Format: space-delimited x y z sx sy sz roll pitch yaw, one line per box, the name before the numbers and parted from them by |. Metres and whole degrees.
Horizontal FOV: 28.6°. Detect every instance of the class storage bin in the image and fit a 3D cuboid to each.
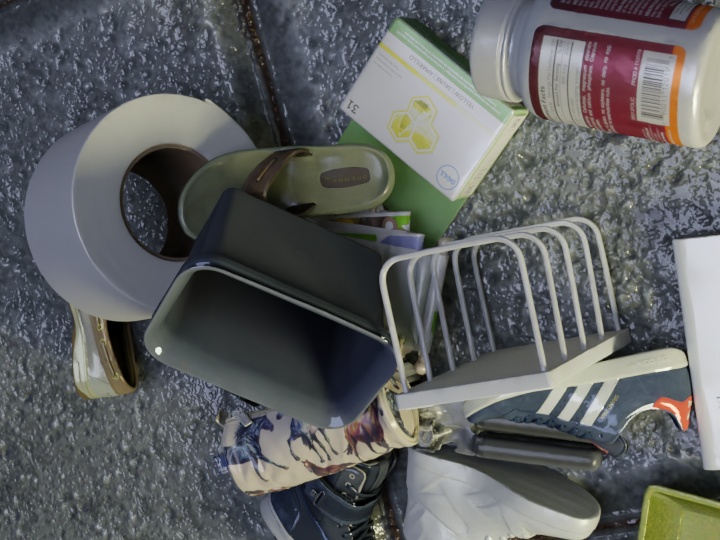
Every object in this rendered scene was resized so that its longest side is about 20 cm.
storage bin | -0.073 0.030 1.220 0.199 0.135 0.146 24 130 -14

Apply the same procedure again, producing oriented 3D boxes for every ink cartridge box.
ink cartridge box | 0.042 -0.110 1.301 0.145 0.048 0.200 41 113 16

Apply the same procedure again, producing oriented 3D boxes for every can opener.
can opener | 0.127 0.143 1.302 0.199 0.067 0.054 6 101 14

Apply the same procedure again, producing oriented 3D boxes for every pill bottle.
pill bottle | 0.199 -0.174 1.165 0.199 0.114 0.115 15 106 26

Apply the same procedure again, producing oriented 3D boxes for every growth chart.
growth chart | 0.000 0.000 1.320 0.199 0.018 0.146 18 94 36

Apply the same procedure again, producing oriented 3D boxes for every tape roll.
tape roll | -0.200 -0.055 1.331 0.139 0.202 0.204 -12 94 58

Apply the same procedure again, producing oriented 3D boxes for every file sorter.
file sorter | 0.123 0.030 1.194 0.138 0.200 0.125 -11 92 29

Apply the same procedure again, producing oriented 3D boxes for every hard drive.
hard drive | 0.340 0.065 1.180 0.131 0.026 0.201 -6 96 29

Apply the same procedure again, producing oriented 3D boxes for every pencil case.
pencil case | -0.038 0.144 1.296 0.199 0.078 0.090 -22 120 26

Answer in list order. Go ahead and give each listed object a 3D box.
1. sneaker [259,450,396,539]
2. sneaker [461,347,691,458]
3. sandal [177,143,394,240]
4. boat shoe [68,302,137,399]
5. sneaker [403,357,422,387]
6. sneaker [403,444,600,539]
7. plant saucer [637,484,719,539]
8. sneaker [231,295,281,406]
sneaker | 0.004 0.255 1.367 0.202 0.077 0.146 47 119 15
sneaker | 0.189 0.125 1.220 0.199 0.075 0.085 -13 85 13
sandal | -0.068 -0.076 1.266 0.200 0.057 0.080 -13 94 -1
boat shoe | -0.267 0.035 1.487 0.066 0.074 0.201 -1 100 16
sneaker | -0.036 0.111 1.374 0.200 0.066 0.091 -31 78 27
sneaker | 0.127 0.236 1.305 0.199 0.074 0.116 17 108 35
plant saucer | 0.333 0.295 1.212 0.199 0.048 0.201 12 104 27
sneaker | -0.098 0.073 1.370 0.079 0.075 0.200 44 152 3
